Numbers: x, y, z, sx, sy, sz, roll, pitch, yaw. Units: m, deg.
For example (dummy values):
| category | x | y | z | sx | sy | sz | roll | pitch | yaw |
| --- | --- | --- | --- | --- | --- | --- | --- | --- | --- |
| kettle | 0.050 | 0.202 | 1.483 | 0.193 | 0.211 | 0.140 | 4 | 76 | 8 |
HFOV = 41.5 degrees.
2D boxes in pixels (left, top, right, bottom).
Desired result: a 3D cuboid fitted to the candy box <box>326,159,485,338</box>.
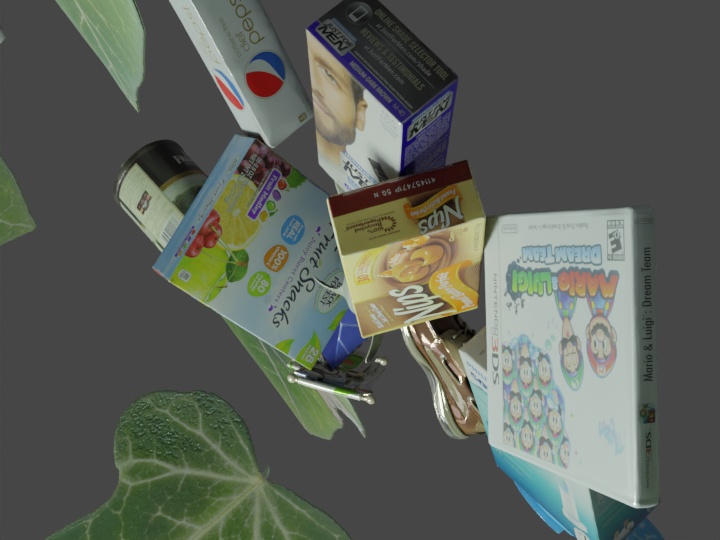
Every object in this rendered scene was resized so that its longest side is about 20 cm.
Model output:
| category | x | y | z | sx | sy | sz | roll | pitch | yaw |
| --- | --- | --- | --- | --- | --- | --- | --- | --- | --- |
| candy box | 0.042 | -0.010 | 0.797 | 0.201 | 0.113 | 0.056 | 77 | 179 | -68 |

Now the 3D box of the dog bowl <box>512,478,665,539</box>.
| category | x | y | z | sx | sy | sz | roll | pitch | yaw |
| --- | --- | --- | --- | --- | --- | --- | --- | --- | --- |
| dog bowl | 0.245 | 0.261 | 1.009 | 0.199 | 0.049 | 0.112 | 39 | 161 | 42 |

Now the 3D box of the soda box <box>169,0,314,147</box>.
| category | x | y | z | sx | sy | sz | roll | pitch | yaw |
| --- | --- | --- | --- | --- | --- | --- | --- | --- | --- |
| soda box | -0.121 | -0.222 | 0.925 | 0.068 | 0.063 | 0.202 | 32 | 156 | 51 |

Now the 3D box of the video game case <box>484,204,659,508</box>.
| category | x | y | z | sx | sy | sz | roll | pitch | yaw |
| --- | --- | --- | --- | --- | --- | --- | --- | --- | --- |
| video game case | 0.141 | 0.051 | 0.672 | 0.199 | 0.023 | 0.187 | -176 | 84 | -70 |

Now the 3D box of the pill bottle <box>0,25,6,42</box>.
| category | x | y | z | sx | sy | sz | roll | pitch | yaw |
| --- | --- | --- | --- | --- | --- | --- | --- | --- | --- |
| pill bottle | -0.980 | -0.655 | 2.378 | 0.112 | 0.112 | 0.202 | 34 | 157 | 47 |

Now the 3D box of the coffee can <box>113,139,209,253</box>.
| category | x | y | z | sx | sy | sz | roll | pitch | yaw |
| --- | --- | --- | --- | --- | --- | --- | --- | --- | --- |
| coffee can | -0.298 | -0.098 | 1.591 | 0.200 | 0.146 | 0.147 | 44 | 164 | 22 |

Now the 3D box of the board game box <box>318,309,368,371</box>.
| category | x | y | z | sx | sy | sz | roll | pitch | yaw |
| --- | --- | --- | --- | --- | --- | --- | --- | --- | --- |
| board game box | -0.087 | 0.022 | 1.341 | 0.199 | 0.096 | 0.161 | 29 | 154 | 55 |

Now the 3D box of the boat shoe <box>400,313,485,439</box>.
| category | x | y | z | sx | sy | sz | roll | pitch | yaw |
| --- | --- | --- | --- | --- | --- | --- | --- | --- | --- |
| boat shoe | 0.101 | 0.083 | 1.004 | 0.071 | 0.076 | 0.203 | -11 | 113 | 35 |

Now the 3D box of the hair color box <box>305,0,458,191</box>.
| category | x | y | z | sx | sy | sz | roll | pitch | yaw |
| --- | --- | --- | --- | --- | --- | --- | --- | --- | --- |
| hair color box | 0.015 | -0.117 | 0.769 | 0.109 | 0.065 | 0.201 | 46 | 163 | 18 |

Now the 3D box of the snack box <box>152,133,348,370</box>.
| category | x | y | z | sx | sy | sz | roll | pitch | yaw |
| --- | --- | --- | --- | --- | --- | --- | --- | --- | --- |
| snack box | -0.092 | -0.018 | 1.014 | 0.199 | 0.171 | 0.067 | 34 | 175 | -32 |

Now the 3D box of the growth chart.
| category | x | y | z | sx | sy | sz | roll | pitch | yaw |
| --- | --- | --- | --- | --- | --- | --- | --- | --- | --- |
| growth chart | -0.034 | 0.138 | 1.338 | 0.142 | 0.018 | 0.200 | 12 | -167 | 7 |

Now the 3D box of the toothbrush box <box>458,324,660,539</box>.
| category | x | y | z | sx | sy | sz | roll | pitch | yaw |
| --- | --- | --- | --- | --- | --- | --- | --- | --- | --- |
| toothbrush box | 0.180 | 0.140 | 0.843 | 0.146 | 0.085 | 0.202 | 39 | 162 | 42 |

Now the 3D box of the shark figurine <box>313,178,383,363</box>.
| category | x | y | z | sx | sy | sz | roll | pitch | yaw |
| --- | --- | --- | --- | --- | --- | --- | --- | --- | --- |
| shark figurine | -0.008 | 0.002 | 0.964 | 0.088 | 0.130 | 0.216 | 18 | 156 | 20 |
